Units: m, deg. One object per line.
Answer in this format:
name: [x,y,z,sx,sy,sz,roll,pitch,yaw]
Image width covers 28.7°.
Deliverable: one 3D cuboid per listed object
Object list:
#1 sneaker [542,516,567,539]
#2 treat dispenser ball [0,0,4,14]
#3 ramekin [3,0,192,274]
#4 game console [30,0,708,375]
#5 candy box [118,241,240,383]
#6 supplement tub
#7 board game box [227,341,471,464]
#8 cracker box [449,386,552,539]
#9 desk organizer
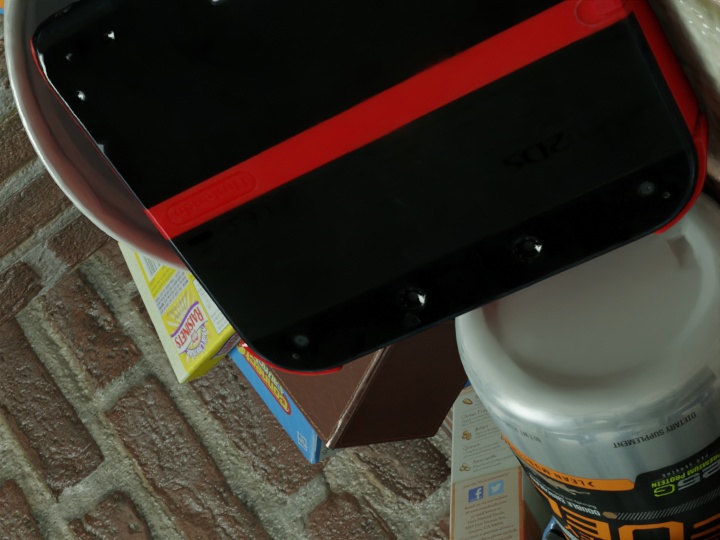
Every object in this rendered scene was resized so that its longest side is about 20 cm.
sneaker: [0.151,0.114,0.810,0.075,0.079,0.201,15,131,14]
treat dispenser ball: [-0.212,-0.268,0.936,0.201,0.201,0.201,51,175,6]
ramekin: [-0.041,-0.107,0.571,0.200,0.200,0.105,54,-174,-27]
game console: [0.008,-0.057,0.504,0.177,0.199,0.031,56,-159,-25]
candy box: [-0.083,-0.016,0.813,0.103,0.026,0.200,63,145,10]
supplement tub: [0.126,0.061,0.608,0.123,0.122,0.200,48,175,43]
board game box: [0.000,0.000,0.905,0.200,0.195,0.056,50,150,33]
cracker box: [0.114,0.154,0.953,0.134,0.057,0.200,55,-155,-33]
desk organizer: [0.055,0.028,0.678,0.199,0.077,0.072,0,-142,-43]
